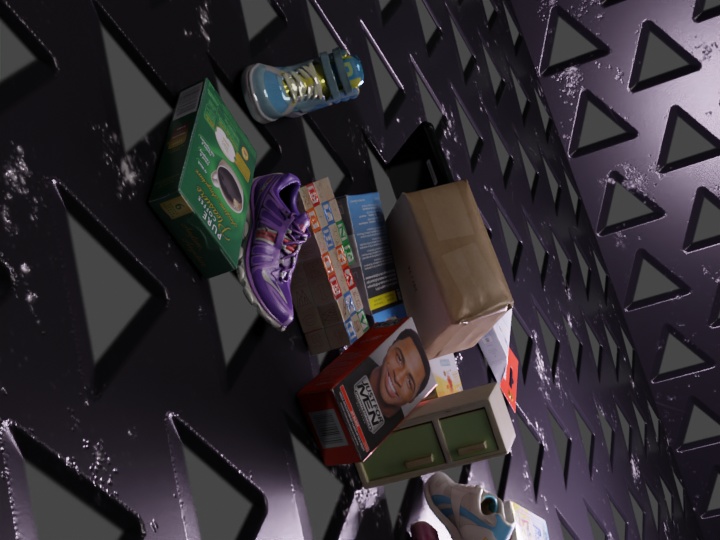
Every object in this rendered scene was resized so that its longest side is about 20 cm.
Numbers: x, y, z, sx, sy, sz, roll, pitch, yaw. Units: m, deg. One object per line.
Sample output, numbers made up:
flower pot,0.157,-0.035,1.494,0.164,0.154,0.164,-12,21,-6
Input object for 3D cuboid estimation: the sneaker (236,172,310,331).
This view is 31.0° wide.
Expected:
sneaker,-0.096,-0.029,1.505,0.081,0.082,0.203,41,38,-55

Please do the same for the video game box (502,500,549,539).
video game box,0.276,0.490,2.147,0.200,0.046,0.185,39,40,-58

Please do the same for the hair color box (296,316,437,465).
hair color box,0.012,0.146,1.607,0.200,0.061,0.103,-40,112,-51

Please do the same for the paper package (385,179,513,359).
paper package,0.112,0.004,1.833,0.191,0.102,0.203,123,-50,-63

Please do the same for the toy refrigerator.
toy refrigerator,0.087,0.210,1.634,0.070,0.197,0.077,-41,113,-69

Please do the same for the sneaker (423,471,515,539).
sneaker,0.152,0.332,1.798,0.076,0.081,0.200,34,7,-28

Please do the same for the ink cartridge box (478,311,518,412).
ink cartridge box,0.269,0.135,2.408,0.202,0.047,0.161,61,23,-26

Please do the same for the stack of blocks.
stack of blocks,-0.052,-0.007,1.640,0.115,0.058,0.203,-32,104,-70

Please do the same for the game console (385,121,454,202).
game console,0.122,-0.101,2.060,0.115,0.176,0.202,11,45,-34

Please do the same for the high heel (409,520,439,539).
high heel,0.131,0.427,1.771,0.199,0.067,0.097,39,26,-34

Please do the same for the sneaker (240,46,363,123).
sneaker,-0.069,-0.246,1.681,0.200,0.129,0.081,-33,106,-69

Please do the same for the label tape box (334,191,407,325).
label tape box,0.000,0.000,1.766,0.144,0.062,0.203,-13,91,-70

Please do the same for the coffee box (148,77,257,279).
coffee box,-0.169,-0.103,1.423,0.124,0.043,0.202,57,25,-38

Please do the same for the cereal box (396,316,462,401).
cereal box,0.101,0.100,1.994,0.144,0.039,0.203,7,68,-69
